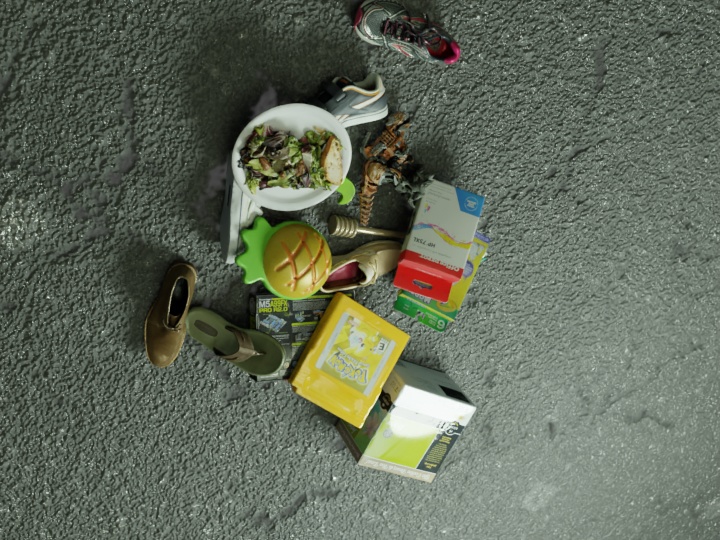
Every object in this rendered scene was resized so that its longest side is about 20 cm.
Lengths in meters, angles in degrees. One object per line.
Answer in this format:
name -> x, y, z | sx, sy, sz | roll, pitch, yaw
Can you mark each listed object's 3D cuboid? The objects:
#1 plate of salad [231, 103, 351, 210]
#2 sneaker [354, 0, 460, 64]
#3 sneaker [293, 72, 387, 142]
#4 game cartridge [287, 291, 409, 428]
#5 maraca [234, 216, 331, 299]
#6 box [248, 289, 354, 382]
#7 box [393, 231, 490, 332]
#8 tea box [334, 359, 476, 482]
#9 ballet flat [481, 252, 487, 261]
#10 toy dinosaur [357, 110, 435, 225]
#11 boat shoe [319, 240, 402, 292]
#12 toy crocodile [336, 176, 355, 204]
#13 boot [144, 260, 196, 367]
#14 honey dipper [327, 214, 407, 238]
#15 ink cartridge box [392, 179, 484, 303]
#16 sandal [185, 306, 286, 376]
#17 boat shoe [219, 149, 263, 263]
plate of salad -> -0.109, -0.176, 1.532 | 0.198, 0.048, 0.201 | -8, 130, -10
sneaker -> 0.081, -0.400, 1.573 | 0.198, 0.075, 0.081 | 10, 112, -29
sneaker -> -0.048, -0.277, 1.576 | 0.199, 0.078, 0.080 | -23, 128, -23
game cartridge -> -0.021, 0.168, 1.754 | 0.176, 0.032, 0.201 | 32, 81, -25
maraca -> -0.131, -0.022, 1.634 | 0.199, 0.107, 0.138 | 15, 84, -41
box -> -0.108, 0.117, 1.749 | 0.198, 0.044, 0.162 | -3, 96, -25
box -> 0.151, 0.006, 1.778 | 0.117, 0.048, 0.201 | 26, 83, -5
tea box -> 0.091, 0.302, 1.922 | 0.199, 0.134, 0.198 | 22, 104, -33
ballet flat -> 0.153, -0.009, 1.837 | 0.199, 0.072, 0.072 | -29, 125, -12
toy dinosaur -> 0.050, -0.181, 1.685 | 0.135, 0.103, 0.201 | 21, 124, -18
boat shoe -> 0.000, 0.000, 1.753 | 0.198, 0.069, 0.074 | -17, 123, -17
toy crocodile -> -0.090, -0.178, 1.614 | 0.199, 0.068, 0.062 | 24, 105, -34
boot -> -0.332, 0.086, 1.627 | 0.073, 0.076, 0.202 | 13, 110, -14
honey dipper -> 0.032, -0.071, 1.751 | 0.198, 0.038, 0.038 | 8, 113, -31
ink cartridge box -> 0.142, -0.053, 1.726 | 0.115, 0.067, 0.202 | 18, 82, -5
sandal -> -0.228, 0.132, 1.665 | 0.200, 0.057, 0.080 | 24, 101, 2
boat shoe -> -0.196, -0.106, 1.604 | 0.069, 0.071, 0.202 | 1, 109, -23
